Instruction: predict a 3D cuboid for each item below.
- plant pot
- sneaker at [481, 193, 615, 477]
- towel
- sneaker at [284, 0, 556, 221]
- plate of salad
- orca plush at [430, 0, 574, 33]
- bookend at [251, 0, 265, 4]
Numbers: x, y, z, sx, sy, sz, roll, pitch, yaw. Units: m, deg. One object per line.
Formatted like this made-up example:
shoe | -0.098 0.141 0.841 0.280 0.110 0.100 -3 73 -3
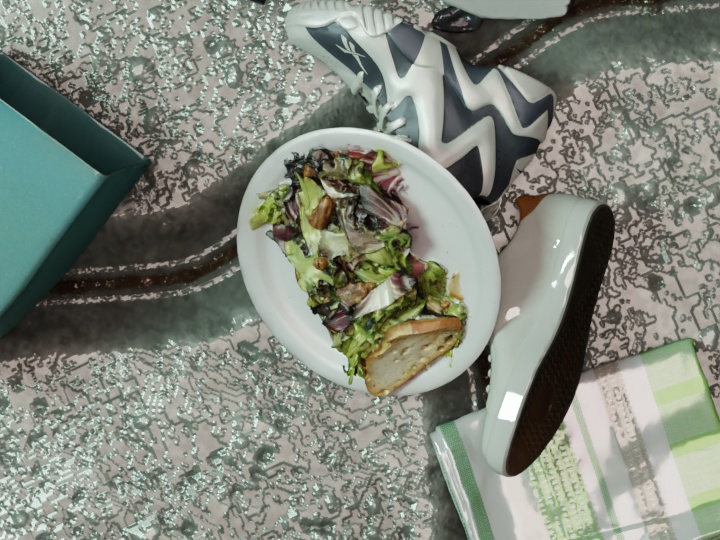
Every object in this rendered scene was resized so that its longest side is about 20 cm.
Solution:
plant pot | -0.269 -0.031 1.488 0.141 0.141 0.201 36 100 2
sneaker | 0.111 0.042 1.503 0.084 0.073 0.201 13 78 31
towel | 0.164 0.147 1.520 0.199 0.031 0.150 -20 90 3
sneaker | 0.025 -0.099 1.498 0.198 0.079 0.130 23 83 -8
plate of salad | 0.000 0.000 1.480 0.199 0.048 0.202 11 119 22
orca plush | 0.055 -0.227 1.519 0.198 0.071 0.106 2 136 13
bookend | -0.063 -0.267 1.444 0.198 0.092 0.201 26 93 43
